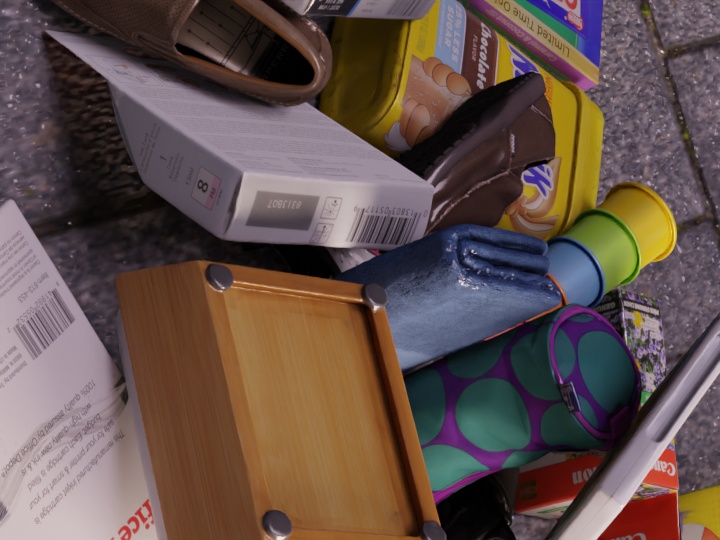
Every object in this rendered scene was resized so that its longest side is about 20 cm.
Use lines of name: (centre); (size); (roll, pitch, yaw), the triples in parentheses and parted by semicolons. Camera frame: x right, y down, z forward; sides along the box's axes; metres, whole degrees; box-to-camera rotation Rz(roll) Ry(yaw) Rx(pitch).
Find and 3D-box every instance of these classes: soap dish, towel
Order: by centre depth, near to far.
soap dish: (-0.040, 0.090, 1.366); (0.157, 0.081, 0.201); (9, 55, -39)
towel: (0.014, 0.025, 1.521); (0.111, 0.199, 0.049); (12, 61, -47)

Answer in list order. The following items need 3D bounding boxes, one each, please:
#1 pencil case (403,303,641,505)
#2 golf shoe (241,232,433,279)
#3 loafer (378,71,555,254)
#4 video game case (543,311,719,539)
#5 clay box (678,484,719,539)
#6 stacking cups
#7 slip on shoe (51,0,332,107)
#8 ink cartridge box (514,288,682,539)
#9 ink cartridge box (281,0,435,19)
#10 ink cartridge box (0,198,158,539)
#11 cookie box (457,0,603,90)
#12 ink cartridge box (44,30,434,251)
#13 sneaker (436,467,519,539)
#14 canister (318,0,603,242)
pencil case: (0.070, 0.096, 1.564); (0.085, 0.199, 0.093); (-9, 77, -55)
golf shoe: (0.000, 0.000, 1.629); (0.200, 0.072, 0.092); (38, 65, -28)
loafer: (0.071, -0.058, 1.604); (0.200, 0.073, 0.071); (-40, 106, -43)
video game case: (0.167, 0.110, 1.557); (0.022, 0.200, 0.182); (37, 61, 6)
clay box: (0.247, 0.204, 1.730); (0.047, 0.200, 0.116); (2, 73, -40)
stacking cups: (0.130, 0.014, 1.665); (0.200, 0.060, 0.061); (-38, 106, -39)
slip on shoe: (-0.107, -0.155, 1.495); (0.199, 0.076, 0.061); (30, 10, -10)
ink cartridge box: (0.156, 0.123, 1.727); (0.050, 0.109, 0.201); (15, 64, -47)
ink cartridge box: (-0.061, -0.229, 1.585); (0.200, 0.043, 0.198); (41, 19, 15)
ink cartridge box: (-0.194, 0.088, 1.340); (0.201, 0.084, 0.145); (59, 40, -14)
cookie box: (0.100, -0.244, 1.832); (0.171, 0.075, 0.201); (32, 54, -40)
ink cartridge box: (-0.076, -0.076, 1.505); (0.162, 0.200, 0.057); (2, 111, -46)
sneaker: (0.075, 0.176, 1.627); (0.076, 0.087, 0.200); (54, 42, -21)
canister: (0.068, -0.099, 1.730); (0.200, 0.086, 0.149); (34, 52, -36)
